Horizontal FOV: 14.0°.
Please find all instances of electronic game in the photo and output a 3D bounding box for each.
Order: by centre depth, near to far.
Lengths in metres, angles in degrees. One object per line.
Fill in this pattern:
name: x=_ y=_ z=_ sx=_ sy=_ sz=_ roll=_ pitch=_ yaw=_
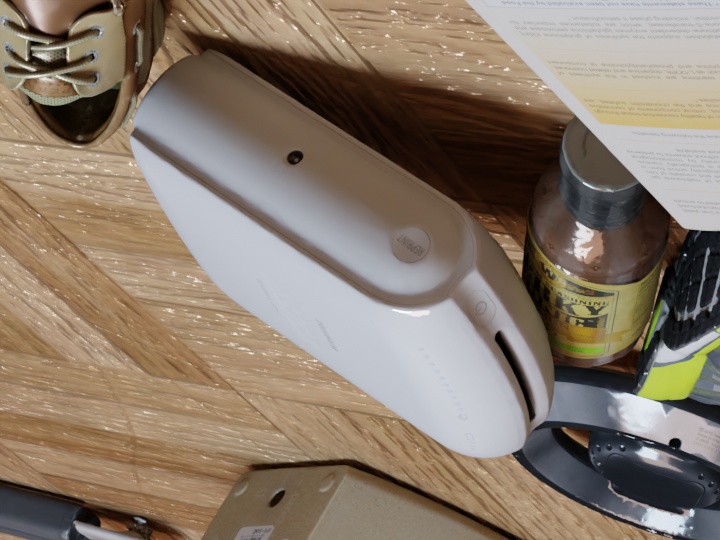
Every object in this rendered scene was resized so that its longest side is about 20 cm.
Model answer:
electronic game: x=0.162 y=0.100 z=1.577 sx=0.199 sy=0.042 sz=0.200 roll=19 pitch=161 yaw=7

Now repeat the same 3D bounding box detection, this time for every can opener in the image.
can opener: x=-0.229 y=0.206 z=2.252 sx=0.199 sy=0.067 sz=0.053 roll=16 pitch=163 yaw=27

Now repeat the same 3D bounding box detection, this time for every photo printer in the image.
photo printer: x=0.000 y=0.000 z=1.333 sx=0.200 sy=0.070 sz=0.167 roll=34 pitch=165 yaw=28

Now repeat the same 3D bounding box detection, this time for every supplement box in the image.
supplement box: x=0.132 y=-0.088 z=1.040 sx=0.126 sy=0.074 sz=0.200 roll=5 pitch=156 yaw=38

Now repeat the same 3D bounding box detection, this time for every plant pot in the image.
plant pot: x=-0.016 y=0.234 z=1.930 sx=0.177 sy=0.200 sz=0.199 roll=44 pitch=153 yaw=-24

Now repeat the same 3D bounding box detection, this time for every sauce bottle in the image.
sauce bottle: x=0.103 y=-0.017 z=1.286 sx=0.064 sy=0.065 sz=0.200 roll=17 pitch=160 yaw=9

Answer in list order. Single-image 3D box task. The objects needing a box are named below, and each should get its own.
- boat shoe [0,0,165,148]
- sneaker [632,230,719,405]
boat shoe: x=-0.119 y=-0.106 z=1.231 sx=0.075 sy=0.074 sz=0.200 roll=9 pitch=164 yaw=7
sneaker: x=0.178 y=0.019 z=1.316 sx=0.081 sy=0.074 sz=0.200 roll=14 pitch=169 yaw=0
